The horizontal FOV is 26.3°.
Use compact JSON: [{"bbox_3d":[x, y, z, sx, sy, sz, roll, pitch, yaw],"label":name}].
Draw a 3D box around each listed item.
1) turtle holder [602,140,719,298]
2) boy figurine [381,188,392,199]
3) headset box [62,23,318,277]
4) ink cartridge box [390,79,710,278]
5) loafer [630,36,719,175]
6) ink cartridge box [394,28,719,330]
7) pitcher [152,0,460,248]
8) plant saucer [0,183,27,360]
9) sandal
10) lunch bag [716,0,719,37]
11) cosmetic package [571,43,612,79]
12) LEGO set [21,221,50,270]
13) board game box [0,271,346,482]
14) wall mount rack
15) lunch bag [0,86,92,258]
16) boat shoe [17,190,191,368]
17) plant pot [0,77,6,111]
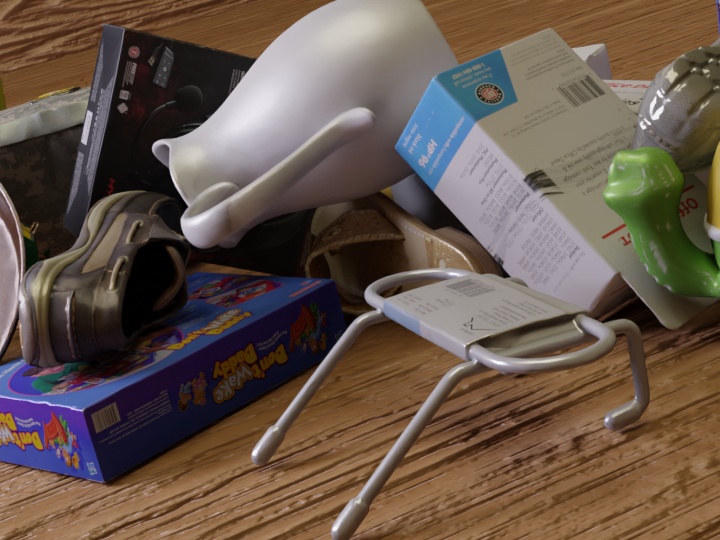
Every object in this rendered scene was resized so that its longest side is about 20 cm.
[{"bbox_3d":[0.239,-0.043,0.818,0.185,0.132,0.141,4,23,39],"label":"turtle holder"},{"bbox_3d":[0.005,-0.069,1.237,0.199,0.065,0.124,-18,14,-4],"label":"boy figurine"},{"bbox_3d":[-0.096,-0.080,1.100,0.199,0.149,0.077,11,7,-22],"label":"headset box"},{"bbox_3d":[0.142,-0.069,1.081,0.200,0.085,0.146,-23,19,-28],"label":"ink cartridge box"},{"bbox_3d":[0.224,-0.103,0.927,0.200,0.070,0.070,-19,59,-45],"label":"loafer"},{"bbox_3d":[0.131,-0.040,0.913,0.116,0.200,0.068,-27,-22,-39],"label":"ink cartridge box"},{"bbox_3d":[-0.029,-0.086,0.968,0.200,0.121,0.172,-31,20,2],"label":"pitcher"},{"bbox_3d":[-0.294,0.018,0.990,0.200,0.201,0.034,-8,-21,18],"label":"plant saucer"},{"bbox_3d":[0.000,-0.006,0.991,0.069,0.078,0.211,-13,18,-32],"label":"sandal"},{"bbox_3d":[0.380,-0.212,1.227,0.199,0.171,0.124,-1,15,34],"label":"lunch bag"},{"bbox_3d":[0.110,-0.130,1.317,0.199,0.085,0.108,-3,19,29],"label":"cosmetic package"},{"bbox_3d":[-0.330,-0.017,1.106,0.200,0.154,0.116,23,7,-17],"label":"LEGO set"},{"bbox_3d":[-0.124,0.058,0.937,0.134,0.045,0.200,3,22,45],"label":"board game box"},{"bbox_3d":[0.039,0.057,0.770,0.173,0.075,0.200,-15,15,-19],"label":"wall mount rack"},{"bbox_3d":[-0.220,-0.079,1.202,0.163,0.118,0.200,-14,-23,-3],"label":"lunch bag"},{"bbox_3d":[-0.138,0.007,0.937,0.073,0.075,0.200,3,25,12],"label":"boat shoe"},{"bbox_3d":[-0.450,-0.121,1.557,0.181,0.201,0.199,-11,14,-21],"label":"plant pot"}]
